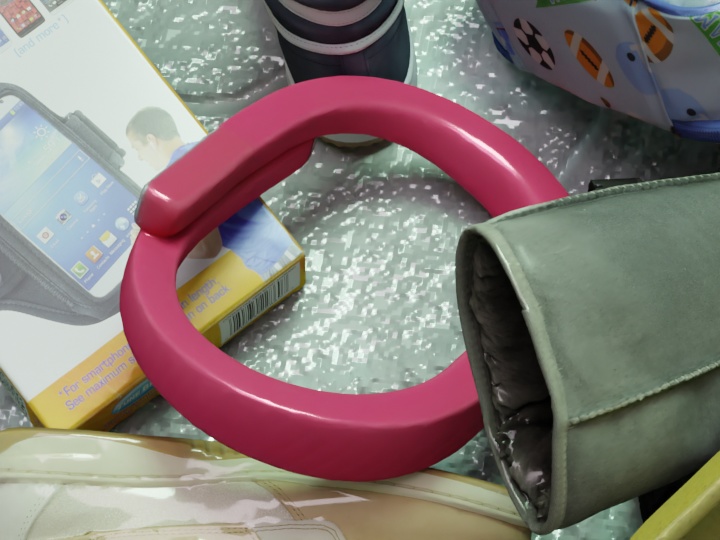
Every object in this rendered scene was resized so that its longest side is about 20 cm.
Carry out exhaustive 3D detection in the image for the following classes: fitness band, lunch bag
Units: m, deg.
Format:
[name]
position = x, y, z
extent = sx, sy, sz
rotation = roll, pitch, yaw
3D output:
[fitness band]
position = 0.000, 0.000, 0.872
extent = 0.143, 0.038, 0.200
rotation = 36, 41, 12
[lunch bag]
position = 0.138, -0.128, 0.914
extent = 0.160, 0.076, 0.200
rotation = -38, 33, -15

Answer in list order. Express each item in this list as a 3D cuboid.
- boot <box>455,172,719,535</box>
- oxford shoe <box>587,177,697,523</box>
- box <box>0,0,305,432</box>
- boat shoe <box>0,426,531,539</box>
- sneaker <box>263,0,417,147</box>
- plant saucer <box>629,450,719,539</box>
[boot]
position = 0.138, 0.043, 0.785
extent = 0.199, 0.072, 0.183
rotation = -22, 90, -33
[oxford shoe]
position = 0.134, 0.050, 0.855
extent = 0.084, 0.073, 0.202
rotation = -5, 61, -2
[box]
position = -0.126, -0.041, 0.936
extent = 0.119, 0.042, 0.200
rotation = -37, 78, -13
[boat shoe]
position = -0.036, 0.097, 0.859
extent = 0.198, 0.074, 0.070
rotation = 5, 84, 2
[sneaker]
position = -0.024, -0.159, 0.975
extent = 0.070, 0.109, 0.201
rotation = -17, 59, -2
[plant saucer]
position = 0.188, 0.080, 0.757
extent = 0.200, 0.200, 0.048
rotation = -43, 30, 2
